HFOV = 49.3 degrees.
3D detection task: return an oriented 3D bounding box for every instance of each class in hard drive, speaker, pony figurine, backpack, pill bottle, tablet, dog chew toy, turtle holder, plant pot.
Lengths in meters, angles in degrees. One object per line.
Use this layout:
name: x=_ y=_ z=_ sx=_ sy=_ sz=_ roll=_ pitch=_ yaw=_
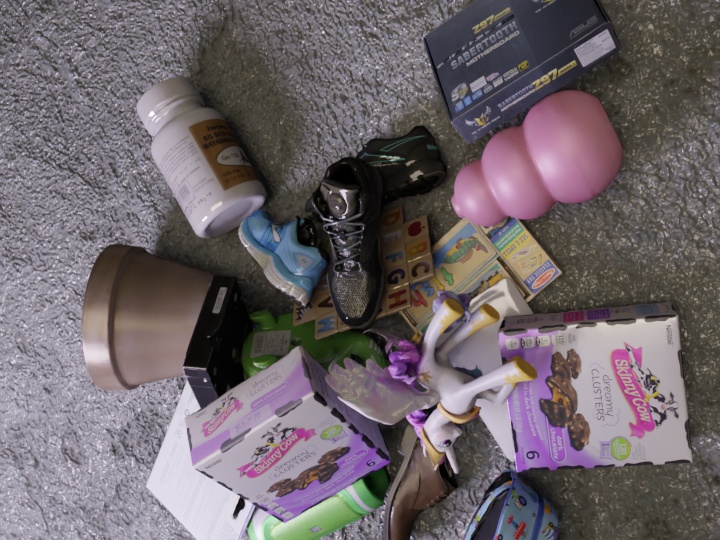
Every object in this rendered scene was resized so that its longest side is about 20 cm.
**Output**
hard drive: x=-0.174 y=0.124 z=1.017 sx=0.037 sy=0.202 sz=0.142 roll=3 pitch=51 yaw=10
speaker: x=-0.059 y=0.317 z=1.066 sx=0.198 sy=0.088 sz=0.090 roll=-32 pitch=82 yaw=21
pony figurine: x=0.080 y=0.118 z=0.888 sx=0.192 sy=0.166 sz=0.201 roll=40 pitch=124 yaw=8
backpack: x=0.178 y=0.350 z=0.927 sx=0.132 sy=0.182 sz=0.204 roll=22 pitch=90 yaw=11
pill bottle: x=-0.223 y=-0.158 z=1.080 sx=0.114 sy=0.114 sz=0.202 roll=-35 pitch=81 yaw=21
tablet: x=0.185 y=0.125 z=0.970 sx=0.129 sy=0.014 sz=0.202 roll=-34 pitch=91 yaw=19
dog chew toy: x=0.195 y=-0.118 z=0.901 sx=0.197 sy=0.124 sz=0.127 roll=-27 pitch=84 yaw=19
turtle holder: x=-0.063 y=0.124 z=1.036 sx=0.141 sy=0.183 sz=0.134 roll=43 pitch=148 yaw=48
plant pot: x=-0.266 y=0.070 z=1.091 sx=0.170 sy=0.200 sz=0.205 roll=3 pitch=96 yaw=6

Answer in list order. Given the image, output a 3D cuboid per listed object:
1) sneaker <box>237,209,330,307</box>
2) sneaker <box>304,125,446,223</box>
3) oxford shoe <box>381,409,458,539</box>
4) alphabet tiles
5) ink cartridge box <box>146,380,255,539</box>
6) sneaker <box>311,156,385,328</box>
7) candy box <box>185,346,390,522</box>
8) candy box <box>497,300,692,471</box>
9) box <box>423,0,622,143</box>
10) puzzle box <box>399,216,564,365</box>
sneaker: x=-0.093 y=-0.032 z=1.032 sx=0.090 sy=0.078 sz=0.200 roll=-48 pitch=40 yaw=2
sneaker: x=0.015 y=-0.120 z=1.017 sx=0.197 sy=0.075 sz=0.081 roll=-20 pitch=73 yaw=16
oxford shoe: x=0.079 y=0.286 z=1.013 sx=0.083 sy=0.072 sz=0.204 roll=19 pitch=101 yaw=17
alphabet tiles: x=0.000 y=0.000 z=0.996 sx=0.197 sy=0.006 sz=0.169 roll=-20 pitch=45 yaw=20
ink cartridge box: x=-0.208 y=0.285 z=1.128 sx=0.199 sy=0.040 sz=0.203 roll=33 pitch=106 yaw=31
sneaker: x=-0.017 y=-0.036 z=0.915 sx=0.075 sy=0.114 sz=0.204 roll=1 pitch=84 yaw=21
candy box: x=-0.083 y=0.203 z=0.939 sx=0.166 sy=0.200 sz=0.072 roll=-32 pitch=46 yaw=9
candy box: x=0.268 y=0.134 z=0.903 sx=0.196 sy=0.071 sz=0.172 roll=-7 pitch=97 yaw=17
box: x=0.178 y=-0.262 z=0.900 sx=0.198 sy=0.051 sz=0.160 roll=-29 pitch=49 yaw=22
puzzle box: x=0.140 y=0.015 z=0.991 sx=0.200 sy=0.025 sz=0.134 roll=-43 pitch=79 yaw=19
